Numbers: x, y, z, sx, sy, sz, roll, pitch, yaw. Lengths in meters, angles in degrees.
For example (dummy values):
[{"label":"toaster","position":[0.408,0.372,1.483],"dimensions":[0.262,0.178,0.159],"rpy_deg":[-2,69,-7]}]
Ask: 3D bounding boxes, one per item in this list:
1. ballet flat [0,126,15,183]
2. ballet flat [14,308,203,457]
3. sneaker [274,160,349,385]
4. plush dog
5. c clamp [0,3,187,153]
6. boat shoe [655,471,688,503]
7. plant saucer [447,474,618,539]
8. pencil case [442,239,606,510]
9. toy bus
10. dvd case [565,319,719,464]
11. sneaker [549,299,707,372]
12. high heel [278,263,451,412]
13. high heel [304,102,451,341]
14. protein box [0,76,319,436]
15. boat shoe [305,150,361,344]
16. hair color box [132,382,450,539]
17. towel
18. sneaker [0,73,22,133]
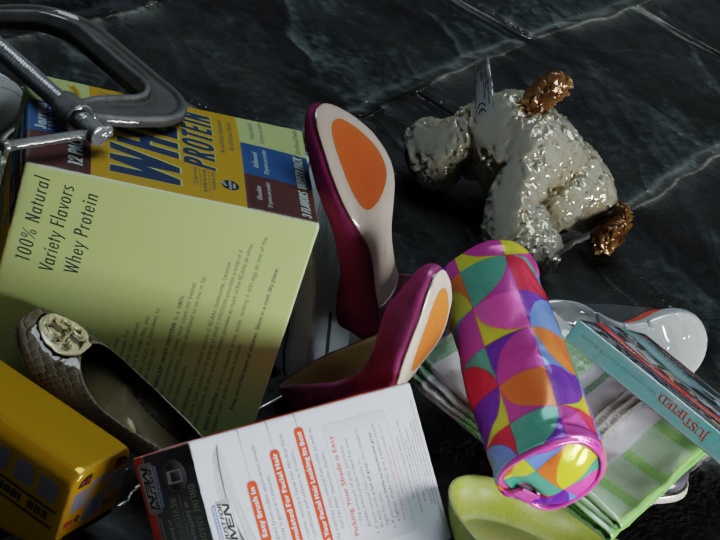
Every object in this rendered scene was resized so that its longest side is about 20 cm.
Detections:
[{"label":"ballet flat","position":[-0.251,-0.046,1.663],"dimensions":[0.067,0.064,0.200],"rpy_deg":[7,31,-22]},{"label":"ballet flat","position":[-0.144,0.095,1.427],"dimensions":[0.200,0.046,0.067],"rpy_deg":[46,38,-7]},{"label":"sneaker","position":[-0.043,-0.008,1.594],"dimensions":[0.071,0.201,0.073],"rpy_deg":[26,28,32]},{"label":"plush dog","position":[0.161,-0.091,1.942],"dimensions":[0.200,0.161,0.172],"rpy_deg":[44,10,34]},{"label":"c clamp","position":[-0.207,-0.137,1.475],"dimensions":[0.170,0.027,0.200],"rpy_deg":[-3,33,-37]},{"label":"boat shoe","position":[0.162,0.113,1.650],"dimensions":[0.199,0.063,0.073],"rpy_deg":[25,29,8]},{"label":"plant saucer","position":[0.138,0.207,1.463],"dimensions":[0.199,0.031,0.200],"rpy_deg":[29,13,-8]},{"label":"pencil case","position":[0.109,0.072,1.536],"dimensions":[0.088,0.089,0.201],"rpy_deg":[6,43,-23]},{"label":"toy bus","position":[-0.248,0.100,1.398],"dimensions":[0.199,0.079,0.065],"rpy_deg":[32,31,20]},{"label":"dvd case","position":[0.235,0.091,1.601],"dimensions":[0.146,0.022,0.200],"rpy_deg":[39,11,19]},{"label":"sneaker","position":[0.182,0.060,1.771],"dimensions":[0.199,0.078,0.082],"rpy_deg":[5,5,-27]},{"label":"high heel","position":[0.000,0.050,1.521],"dimensions":[0.096,0.200,0.067],"rpy_deg":[33,52,13]},{"label":"high heel","position":[-0.016,-0.029,1.521],"dimensions":[0.096,0.201,0.067],"rpy_deg":[-3,34,38]},{"label":"protein box","position":[-0.155,-0.003,1.508],"dimensions":[0.199,0.199,0.135],"rpy_deg":[11,29,-14]},{"label":"boat shoe","position":[0.000,0.000,1.656],"dimensions":[0.062,0.073,0.201],"rpy_deg":[-17,81,-43]},{"label":"hair color box","position":[-0.041,0.148,1.409],"dimensions":[0.199,0.064,0.112],"rpy_deg":[-11,85,-45]},{"label":"towel","position":[0.149,0.096,1.600],"dimensions":[0.200,0.031,0.149],"rpy_deg":[37,47,20]},{"label":"sneaker","position":[-0.323,-0.095,1.691],"dimensions":[0.092,0.076,0.200],"rpy_deg":[29,37,27]}]
